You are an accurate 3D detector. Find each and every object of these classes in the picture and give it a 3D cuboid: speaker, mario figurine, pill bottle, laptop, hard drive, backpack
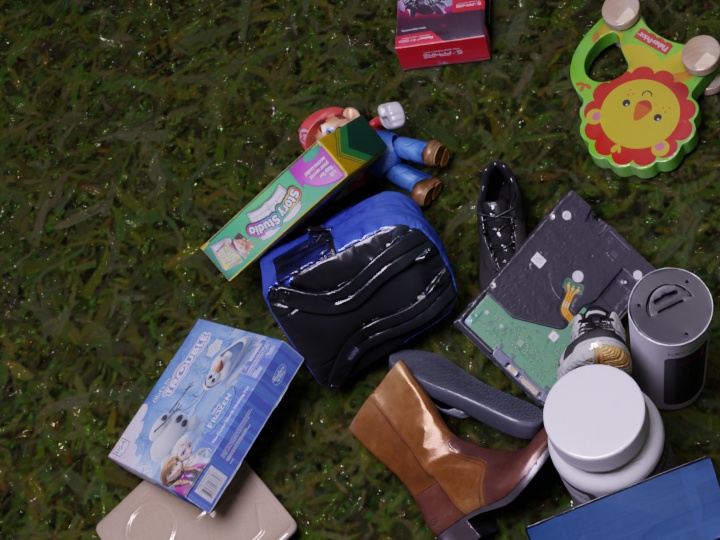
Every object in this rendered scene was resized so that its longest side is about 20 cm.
[{"bbox_3d":[0.312,0.072,1.217,0.080,0.200,0.082,-5,65,11],"label":"speaker"},{"bbox_3d":[0.003,-0.144,1.503,0.198,0.106,0.125,21,73,26],"label":"mario figurine"},{"bbox_3d":[0.247,0.179,1.180,0.112,0.201,0.115,-11,55,16],"label":"pill bottle"},{"bbox_3d":[0.280,0.308,1.131,0.185,0.116,0.202,-22,71,7],"label":"laptop"},{"bbox_3d":[0.217,0.031,1.337,0.139,0.038,0.200,42,79,0],"label":"hard drive"},{"bbox_3d":[0.000,0.000,1.387,0.198,0.163,0.169,-28,33,9],"label":"backpack"}]

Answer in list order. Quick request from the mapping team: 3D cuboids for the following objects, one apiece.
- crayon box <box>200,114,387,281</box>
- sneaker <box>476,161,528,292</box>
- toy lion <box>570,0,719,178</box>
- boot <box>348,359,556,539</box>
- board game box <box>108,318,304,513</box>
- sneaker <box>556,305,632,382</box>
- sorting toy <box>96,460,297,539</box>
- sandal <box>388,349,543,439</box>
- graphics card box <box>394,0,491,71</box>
[{"bbox_3d":[-0.075,-0.088,1.424,0.200,0.173,0.058,-40,91,23],"label":"crayon box"},{"bbox_3d":[0.163,-0.035,1.396,0.075,0.091,0.202,-12,61,10],"label":"sneaker"},{"bbox_3d":[0.332,-0.214,1.458,0.200,0.069,0.192,40,88,32],"label":"toy lion"},{"bbox_3d":[0.104,0.175,1.285,0.201,0.068,0.189,50,116,23],"label":"boot"},{"bbox_3d":[-0.181,0.160,1.387,0.198,0.043,0.201,7,61,54],"label":"board game box"},{"bbox_3d":[0.234,0.075,1.222,0.074,0.200,0.089,-4,75,9],"label":"sneaker"},{"bbox_3d":[-0.187,0.295,1.375,0.185,0.037,0.200,-43,53,-7],"label":"sorting toy"},{"bbox_3d":[0.108,0.143,1.334,0.199,0.076,0.043,27,114,31],"label":"sandal"},{"bbox_3d":[0.114,-0.370,1.618,0.124,0.051,0.203,-4,61,17],"label":"graphics card box"}]
